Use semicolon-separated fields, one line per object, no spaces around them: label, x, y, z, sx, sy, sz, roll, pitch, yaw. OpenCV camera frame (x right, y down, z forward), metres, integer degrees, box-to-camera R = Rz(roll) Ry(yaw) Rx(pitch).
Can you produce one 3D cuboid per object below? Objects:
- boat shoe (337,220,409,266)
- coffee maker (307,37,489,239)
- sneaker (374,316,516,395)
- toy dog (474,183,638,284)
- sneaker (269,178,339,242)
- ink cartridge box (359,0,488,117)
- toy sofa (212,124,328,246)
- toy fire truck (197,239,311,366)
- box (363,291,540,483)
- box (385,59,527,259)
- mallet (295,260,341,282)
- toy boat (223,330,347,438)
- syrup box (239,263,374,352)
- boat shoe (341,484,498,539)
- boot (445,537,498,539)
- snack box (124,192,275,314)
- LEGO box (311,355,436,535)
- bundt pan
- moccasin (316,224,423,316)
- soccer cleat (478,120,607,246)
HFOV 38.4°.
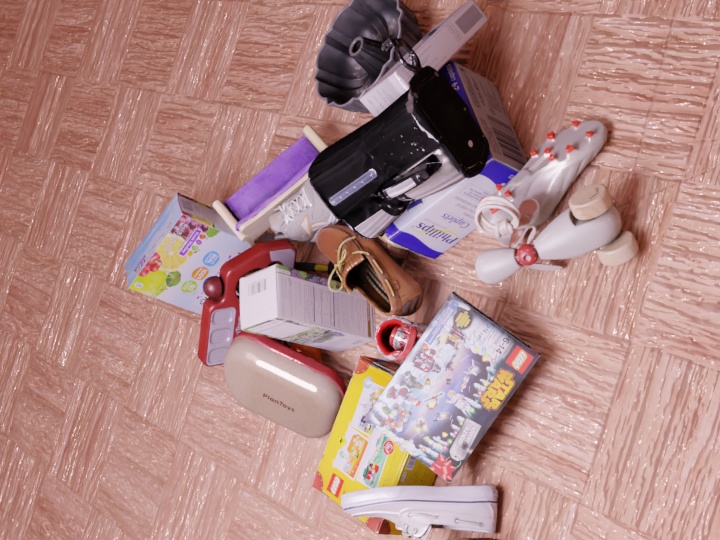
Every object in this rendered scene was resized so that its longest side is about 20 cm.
boat shoe;0.003;-0.056;1.546;0.200;0.072;0.068;37;112;49
coffee maker;0.036;-0.163;1.329;0.200;0.134;0.193;-30;80;36
sneaker;0.106;0.117;1.363;0.201;0.108;0.068;25;96;46
toy dog;0.242;-0.049;1.282;0.199;0.096;0.132;0;118;17
sneaker;-0.087;-0.086;1.546;0.200;0.092;0.076;115;141;-65
ink cartridge box;0.069;-0.279;1.453;0.200;0.045;0.176;-48;11;-32
toy sofa;-0.130;-0.135;1.623;0.200;0.098;0.083;-40;73;-2
toy fire truck;-0.166;0.051;1.595;0.112;0.167;0.201;44;134;43
box;0.115;0.147;1.307;0.137;0.040;0.200;35;97;7
box;0.114;-0.152;1.441;0.200;0.105;0.185;-38;53;31
mallet;-0.053;-0.001;1.619;0.200;0.066;0.041;3;78;61
toy boat;-0.102;0.150;1.550;0.199;0.131;0.131;25;133;8
syrup box;-0.074;0.058;1.496;0.079;0.200;0.082;-20;65;39
boat shoe;0.075;0.306;1.298;0.199;0.074;0.067;-4;73;5
boot;0.159;0.406;1.248;0.199;0.073;0.156;-6;78;47
snack box;-0.257;-0.016;1.701;0.169;0.199;0.068;-50;39;23
LEGO box;0.034;0.239;1.419;0.149;0.077;0.201;26;96;46
bundt pan;0.020;-0.332;1.602;0.202;0.076;0.203;-27;53;41
moccasin;0.000;0.001;1.454;0.201;0.077;0.074;47;133;33
soccer cleat;0.241;-0.114;1.335;0.200;0.078;0.069;-41;35;4
